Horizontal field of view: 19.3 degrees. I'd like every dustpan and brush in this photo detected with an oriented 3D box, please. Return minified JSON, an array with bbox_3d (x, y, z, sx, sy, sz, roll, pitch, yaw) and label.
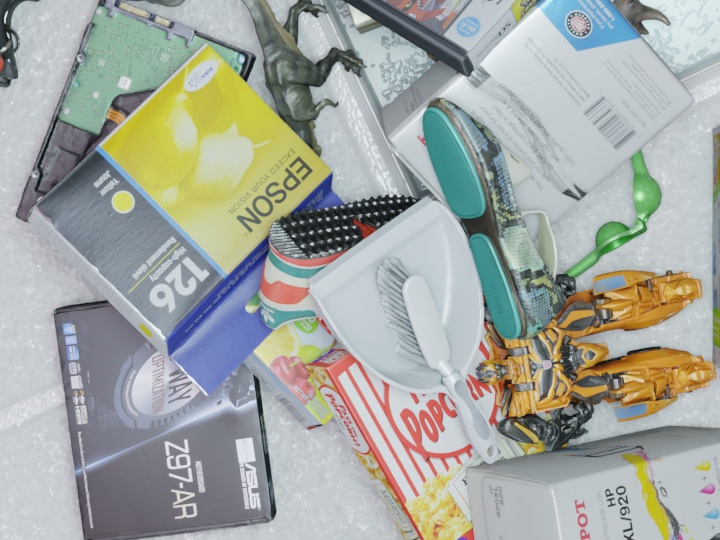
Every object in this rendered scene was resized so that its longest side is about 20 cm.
[{"bbox_3d":[0.056,0.062,1.638,0.140,0.057,0.200,-35,118,-26],"label":"dustpan and brush"}]

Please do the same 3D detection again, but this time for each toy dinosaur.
[{"bbox_3d":[-0.052,-0.175,1.731,0.088,0.047,0.200,-35,111,-30],"label":"toy dinosaur"}]

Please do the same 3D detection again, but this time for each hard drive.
[{"bbox_3d":[-0.186,-0.112,1.759,0.140,0.038,0.200,21,94,2],"label":"hard drive"}]

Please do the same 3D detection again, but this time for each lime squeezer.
[{"bbox_3d":[0.203,-0.047,1.743,0.071,0.038,0.200,26,94,2],"label":"lime squeezer"}]

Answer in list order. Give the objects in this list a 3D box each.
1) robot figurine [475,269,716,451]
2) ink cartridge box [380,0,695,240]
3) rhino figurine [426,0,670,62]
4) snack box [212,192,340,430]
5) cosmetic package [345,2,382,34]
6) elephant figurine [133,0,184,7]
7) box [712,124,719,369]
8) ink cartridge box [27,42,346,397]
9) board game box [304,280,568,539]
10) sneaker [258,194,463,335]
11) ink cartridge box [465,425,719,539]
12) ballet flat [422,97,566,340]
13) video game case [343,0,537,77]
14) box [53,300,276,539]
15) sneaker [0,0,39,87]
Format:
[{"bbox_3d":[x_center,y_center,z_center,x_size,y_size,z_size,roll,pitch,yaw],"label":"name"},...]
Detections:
[{"bbox_3d":[0.185,0.064,1.703,0.200,0.058,0.145,-12,92,-26],"label":"robot figurine"},{"bbox_3d":[0.136,-0.128,1.667,0.200,0.084,0.145,-41,108,10],"label":"ink cartridge box"},{"bbox_3d":[0.154,-0.180,1.729,0.200,0.060,0.088,-12,89,2],"label":"rhino figurine"},{"bbox_3d":[-0.057,0.009,1.721,0.200,0.053,0.142,46,71,-5],"label":"snack box"},{"bbox_3d":[0.073,-0.274,1.722,0.200,0.071,0.105,-21,91,3],"label":"cosmetic package"},{"bbox_3d":[-0.169,-0.325,1.719,0.141,0.155,0.200,10,80,45],"label":"elephant figurine"},{"bbox_3d":[0.337,-0.020,1.699,0.101,0.112,0.200,0,92,4],"label":"box"},{"bbox_3d":[-0.121,-0.041,1.661,0.200,0.047,0.198,44,71,-1],"label":"ink cartridge box"},{"bbox_3d":[0.068,0.120,1.705,0.151,0.046,0.200,-35,104,-21],"label":"board game box"},{"bbox_3d":[0.000,0.000,1.683,0.070,0.200,0.093,43,127,36],"label":"sneaker"},{"bbox_3d":[0.207,0.212,1.664,0.200,0.145,0.147,-10,93,-25],"label":"ink cartridge box"},{"bbox_3d":[0.106,-0.047,1.621,0.074,0.074,0.200,-18,105,3],"label":"ballet flat"},{"bbox_3d":[0.066,-0.262,1.637,0.200,0.026,0.181,35,76,30],"label":"video game case"},{"bbox_3d":[-0.161,0.119,1.764,0.160,0.044,0.200,-7,92,3],"label":"box"},{"bbox_3d":[-0.327,-0.164,1.747,0.082,0.077,0.200,28,94,-5],"label":"sneaker"}]
